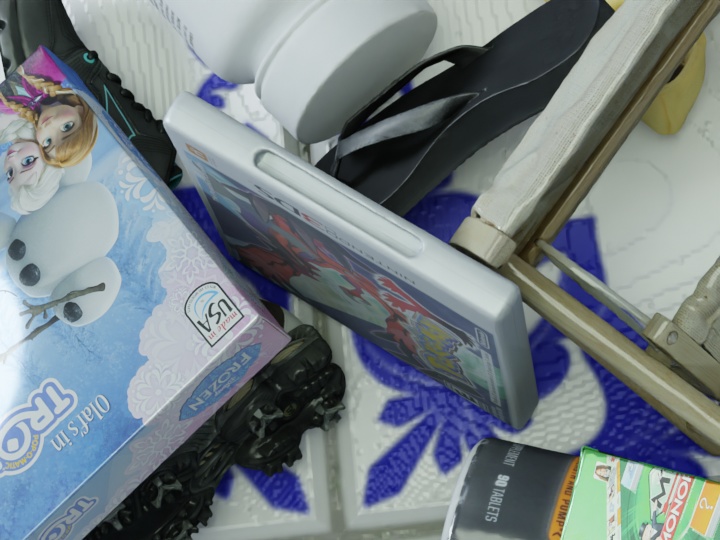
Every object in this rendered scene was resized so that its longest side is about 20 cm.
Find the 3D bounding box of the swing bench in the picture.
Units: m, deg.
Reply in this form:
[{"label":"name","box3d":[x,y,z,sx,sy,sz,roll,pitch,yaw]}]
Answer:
[{"label":"swing bench","box3d":[0.168,-0.039,1.212,0.200,0.130,0.199,37,88,-12]}]

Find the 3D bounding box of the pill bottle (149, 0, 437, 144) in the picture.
[{"label":"pill bottle","box3d":[-0.060,-0.168,1.323,0.113,0.113,0.200,-42,76,2]}]

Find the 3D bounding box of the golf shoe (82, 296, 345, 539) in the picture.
[{"label":"golf shoe","box3d":[-0.105,0.085,1.304,0.199,0.078,0.094,-34,55,-19]}]

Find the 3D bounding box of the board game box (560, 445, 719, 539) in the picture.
[{"label":"board game box","box3d":[0.139,0.192,1.157,0.134,0.029,0.202,14,84,11]}]

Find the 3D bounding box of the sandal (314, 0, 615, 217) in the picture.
[{"label":"sandal","box3d":[0.038,-0.083,1.289,0.200,0.043,0.076,-35,31,25]}]

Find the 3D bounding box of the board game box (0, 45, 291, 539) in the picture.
[{"label":"board game box","box3d":[-0.166,0.028,1.255,0.200,0.043,0.199,-43,63,4]}]

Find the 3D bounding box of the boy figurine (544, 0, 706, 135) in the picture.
[{"label":"boy figurine","box3d":[0.132,-0.168,1.312,0.123,0.064,0.202,-4,77,7]}]

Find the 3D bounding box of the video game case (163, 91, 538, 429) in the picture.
[{"label":"video game case","box3d":[0.000,0.000,1.238,0.182,0.200,0.023,31,79,14]}]

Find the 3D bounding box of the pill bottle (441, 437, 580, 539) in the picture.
[{"label":"pill bottle","box3d":[0.141,0.150,1.234,0.198,0.106,0.107,12,83,12]}]

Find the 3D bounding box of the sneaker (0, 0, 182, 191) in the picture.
[{"label":"sneaker","box3d":[-0.138,-0.068,1.353,0.079,0.075,0.202,-15,84,-6]}]
